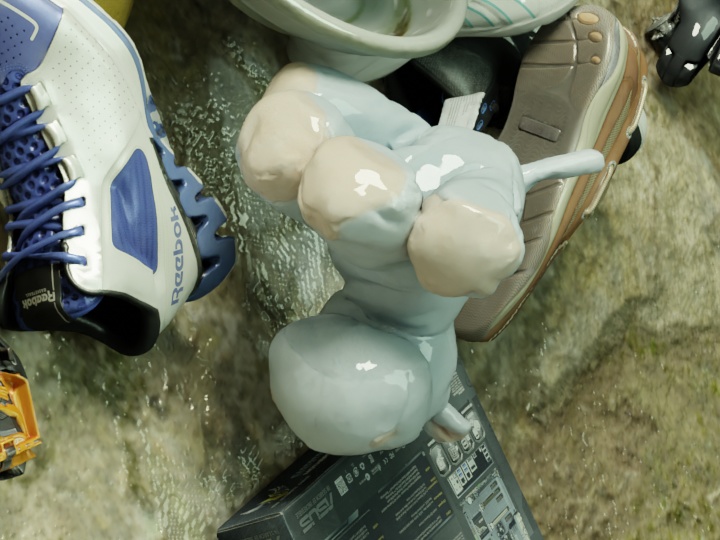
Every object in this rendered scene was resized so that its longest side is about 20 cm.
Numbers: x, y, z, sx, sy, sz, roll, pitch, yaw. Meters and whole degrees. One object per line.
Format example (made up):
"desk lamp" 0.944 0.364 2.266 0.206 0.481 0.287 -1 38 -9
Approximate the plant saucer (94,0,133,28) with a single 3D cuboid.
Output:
"plant saucer" -0.161 -0.239 1.465 0.200 0.048 0.201 36 50 -39

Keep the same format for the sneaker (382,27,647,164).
"sneaker" 0.080 -0.093 1.710 0.200 0.073 0.112 37 51 -27

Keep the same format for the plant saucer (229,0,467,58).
"plant saucer" -0.038 -0.173 1.500 0.200 0.050 0.201 30 34 -23

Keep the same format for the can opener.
"can opener" 0.242 -0.171 1.961 0.078 0.063 0.200 37 32 -2

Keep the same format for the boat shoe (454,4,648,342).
"boat shoe" 0.108 -0.047 1.657 0.072 0.076 0.201 23 97 -50

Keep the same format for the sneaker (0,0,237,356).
"sneaker" -0.138 -0.037 1.383 0.200 0.080 0.115 56 37 -24

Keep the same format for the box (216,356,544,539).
"box" 0.022 0.156 1.537 0.200 0.051 0.158 -39 106 -52

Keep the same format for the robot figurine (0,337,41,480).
"robot figurine" -0.205 0.019 1.290 0.145 0.058 0.201 -24 95 -53

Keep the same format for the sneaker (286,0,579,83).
"sneaker" 0.053 -0.167 1.608 0.199 0.070 0.081 -23 139 -20

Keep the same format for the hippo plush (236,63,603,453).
"hippo plush" 0.000 0.000 1.459 0.159 0.161 0.200 27 21 9
